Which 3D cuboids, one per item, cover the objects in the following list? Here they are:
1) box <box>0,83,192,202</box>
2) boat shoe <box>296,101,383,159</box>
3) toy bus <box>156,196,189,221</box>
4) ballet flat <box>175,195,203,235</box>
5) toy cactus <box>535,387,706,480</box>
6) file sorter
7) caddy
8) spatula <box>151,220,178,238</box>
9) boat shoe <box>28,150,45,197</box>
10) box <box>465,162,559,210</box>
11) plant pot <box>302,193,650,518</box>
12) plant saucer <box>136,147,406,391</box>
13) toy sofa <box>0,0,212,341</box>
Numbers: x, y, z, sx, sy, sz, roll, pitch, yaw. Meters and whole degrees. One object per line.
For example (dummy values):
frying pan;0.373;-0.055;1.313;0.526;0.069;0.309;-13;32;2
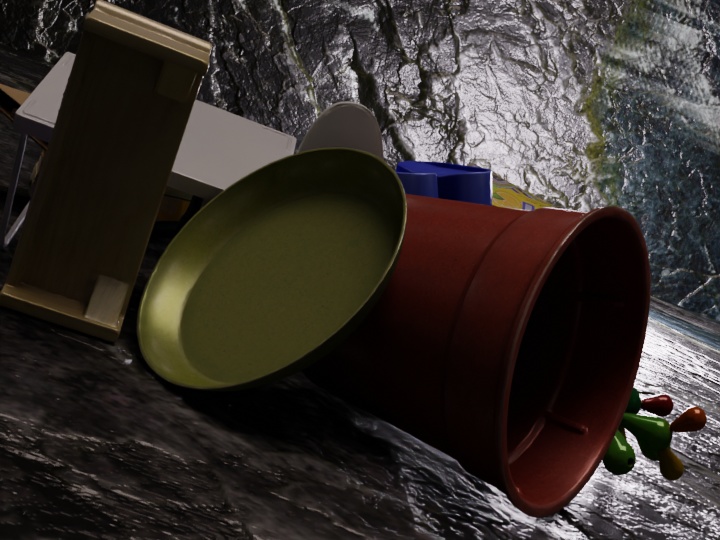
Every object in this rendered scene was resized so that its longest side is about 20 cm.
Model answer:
box;-0.235;-0.117;1.057;0.163;0.021;0.199;37;15;34
boat shoe;-0.032;-0.037;0.882;0.070;0.203;0.064;12;14;-10
toy bus;-0.159;-0.067;1.238;0.077;0.066;0.200;25;8;16
ballet flat;-0.134;-0.040;1.032;0.067;0.069;0.200;-5;-21;-16
toy cactus;0.193;0.085;0.905;0.198;0.102;0.167;21;40;-33
file sorter;-0.167;-0.060;0.870;0.197;0.126;0.139;20;27;-9
caddy;0.057;-0.056;1.151;0.139;0.107;0.199;-2;10;-25
spatula;-0.144;-0.037;1.159;0.198;0.057;0.021;5;48;-41
boat shoe;-0.286;-0.100;1.096;0.073;0.070;0.200;17;9;-28
box;0.181;-0.041;1.228;0.198;0.065;0.070;32;35;21
plant pot;0.067;0.036;0.760;0.193;0.204;0.200;17;4;36
plant saucer;-0.054;0.002;0.718;0.199;0.200;0.031;30;-19;49
toy sofa;-0.166;-0.066;0.730;0.082;0.203;0.098;18;15;-13
